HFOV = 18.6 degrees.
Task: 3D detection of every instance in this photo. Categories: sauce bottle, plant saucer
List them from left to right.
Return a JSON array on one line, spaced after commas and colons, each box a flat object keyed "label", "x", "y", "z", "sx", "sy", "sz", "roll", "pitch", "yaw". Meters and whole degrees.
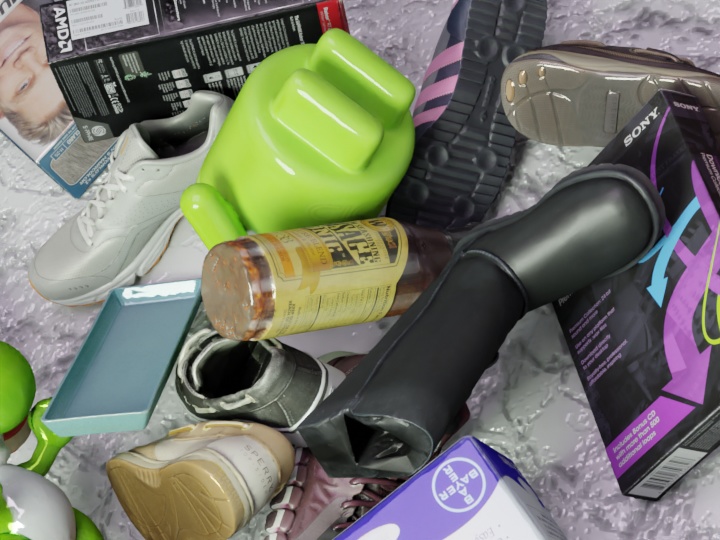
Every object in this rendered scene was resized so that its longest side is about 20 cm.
[{"label": "plant saucer", "x": -0.148, "y": 0.055, "z": 1.421, "sx": 0.070, "sy": 0.019, "sz": 0.200, "roll": -6, "pitch": 22, "yaw": 10}, {"label": "sauce bottle", "x": 0.000, "y": 0.000, "z": 1.353, "sx": 0.066, "sy": 0.199, "sz": 0.066, "roll": 18, "pitch": 112, "yaw": 51}]

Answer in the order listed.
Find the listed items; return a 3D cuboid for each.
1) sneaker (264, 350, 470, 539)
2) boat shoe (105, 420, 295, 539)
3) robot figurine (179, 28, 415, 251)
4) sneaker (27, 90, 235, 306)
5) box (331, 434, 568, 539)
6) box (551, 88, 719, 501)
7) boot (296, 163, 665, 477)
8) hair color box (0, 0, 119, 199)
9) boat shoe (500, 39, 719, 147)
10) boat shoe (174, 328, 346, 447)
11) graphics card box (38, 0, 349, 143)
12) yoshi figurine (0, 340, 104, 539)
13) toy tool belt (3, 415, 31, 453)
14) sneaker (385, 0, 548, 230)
[{"label": "sneaker", "x": 0.009, "y": 0.127, "z": 1.317, "sx": 0.115, "sy": 0.076, "sz": 0.201, "roll": -21, "pitch": 53, "yaw": 40}, {"label": "boat shoe", "x": -0.096, "y": 0.129, "z": 1.362, "sx": 0.069, "sy": 0.074, "sz": 0.200, "roll": -32, "pitch": 10, "yaw": -25}, {"label": "robot figurine", "x": -0.038, "y": -0.065, "z": 1.411, "sx": 0.115, "sy": 0.200, "sz": 0.176, "roll": 34, "pitch": 53, "yaw": 0}, {"label": "sneaker", "x": -0.157, "y": -0.058, "z": 1.516, "sx": 0.200, "sy": 0.092, "sz": 0.076, "roll": -37, "pitch": 52, "yaw": 4}, {"label": "box", "x": 0.056, "y": 0.227, "z": 1.204, "sx": 0.184, "sy": 0.105, "sz": 0.200, "roll": -38, "pitch": 71, "yaw": 4}, {"label": "box", "x": 0.176, "y": 0.013, "z": 1.299, "sx": 0.143, "sy": 0.036, "sz": 0.201, "roll": -48, "pitch": 44, "yaw": 36}, {"label": "boot", "x": 0.071, "y": 0.031, "z": 1.248, "sx": 0.165, "sy": 0.066, "sz": 0.200, "roll": -29, "pitch": 11, "yaw": 47}, {"label": "hair color box", "x": -0.244, "y": -0.149, "z": 1.634, "sx": 0.100, "sy": 0.061, "sz": 0.200, "roll": -48, "pitch": 53, "yaw": -4}, {"label": "boat shoe", "x": 0.189, "y": -0.108, "z": 1.372, "sx": 0.199, "sy": 0.075, "sz": 0.073, "roll": 17, "pitch": 36, "yaw": 14}, {"label": "boat shoe", "x": -0.078, "y": 0.062, "z": 1.378, "sx": 0.200, "sy": 0.064, "sz": 0.071, "roll": 3, "pitch": 63, "yaw": 62}, {"label": "graphics card box", "x": -0.107, "y": -0.152, "z": 1.489, "sx": 0.199, "sy": 0.126, "sz": 0.051, "roll": -14, "pitch": 68, "yaw": 1}, {"label": "yoshi figurine", "x": -0.211, "y": 0.123, "z": 1.363, "sx": 0.112, "sy": 0.112, "sz": 0.200, "roll": -38, "pitch": 82, "yaw": -14}, {"label": "toy tool belt", "x": -0.296, "y": 0.092, "z": 1.507, "sx": 0.199, "sy": 0.123, "sz": 0.125, "roll": 25, "pitch": 61, "yaw": 23}, {"label": "sneaker", "x": 0.067, "y": -0.100, "z": 1.453, "sx": 0.201, "sy": 0.070, "sz": 0.082, "roll": -67, "pitch": 11, "yaw": -3}]
